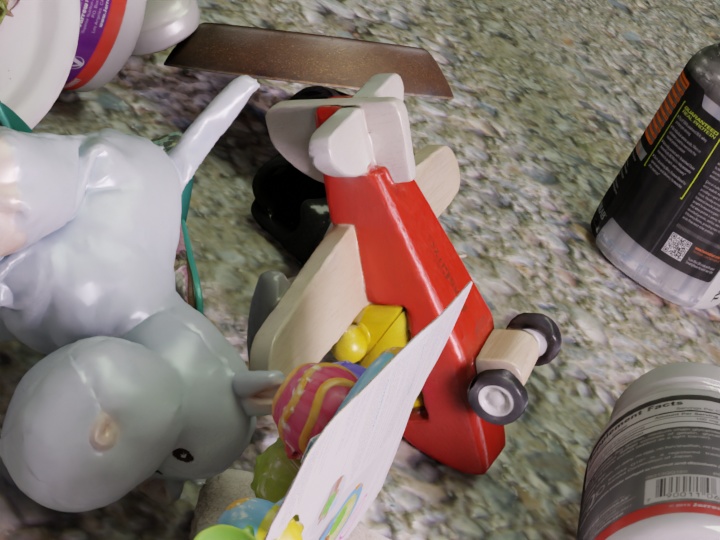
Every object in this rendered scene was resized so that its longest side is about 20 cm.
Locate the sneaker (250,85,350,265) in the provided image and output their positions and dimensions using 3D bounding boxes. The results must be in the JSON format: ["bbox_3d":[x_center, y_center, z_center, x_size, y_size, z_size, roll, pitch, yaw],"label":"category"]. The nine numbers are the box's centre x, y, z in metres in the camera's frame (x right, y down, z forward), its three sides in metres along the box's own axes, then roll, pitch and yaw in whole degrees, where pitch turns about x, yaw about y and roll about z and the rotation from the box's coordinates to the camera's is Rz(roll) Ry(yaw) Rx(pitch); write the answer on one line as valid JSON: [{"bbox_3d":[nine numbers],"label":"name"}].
[{"bbox_3d":[-0.028,-0.062,1.045,0.087,0.074,0.201,20,29,-29],"label":"sneaker"}]

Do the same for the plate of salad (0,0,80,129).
[{"bbox_3d":[-0.236,-0.153,0.884,0.199,0.202,0.048,14,-15,-31],"label":"plate of salad"}]

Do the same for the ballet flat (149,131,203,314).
[{"bbox_3d":[-0.120,-0.021,0.889,0.070,0.070,0.201,4,30,-9],"label":"ballet flat"}]

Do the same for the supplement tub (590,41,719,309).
[{"bbox_3d":[0.271,-0.082,1.265,0.122,0.201,0.123,24,25,-12],"label":"supplement tub"}]

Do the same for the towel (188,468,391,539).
[{"bbox_3d":[0.011,0.164,0.708,0.199,0.035,0.133,28,24,-5],"label":"towel"}]

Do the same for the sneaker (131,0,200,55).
[{"bbox_3d":[-0.177,-0.215,1.141,0.200,0.073,0.085,45,-17,45],"label":"sneaker"}]

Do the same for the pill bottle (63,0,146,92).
[{"bbox_3d":[-0.233,-0.177,0.991,0.199,0.113,0.113,9,31,-37],"label":"pill bottle"}]

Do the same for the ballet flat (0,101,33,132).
[{"bbox_3d":[-0.192,-0.051,0.829,0.069,0.070,0.200,29,-5,-1],"label":"ballet flat"}]

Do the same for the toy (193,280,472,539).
[{"bbox_3d":[-0.019,0.074,0.674,0.047,0.116,0.200,27,24,8],"label":"toy"}]

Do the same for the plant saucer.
[{"bbox_3d":[-0.033,-0.143,1.136,0.198,0.035,0.200,7,8,-1],"label":"plant saucer"}]

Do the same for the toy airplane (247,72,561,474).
[{"bbox_3d":[0.000,0.000,0.882,0.199,0.140,0.201,23,54,-47],"label":"toy airplane"}]

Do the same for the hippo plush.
[{"bbox_3d":[-0.123,0.031,0.733,0.199,0.159,0.162,-17,77,-52],"label":"hippo plush"}]

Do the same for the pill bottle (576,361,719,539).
[{"bbox_3d":[0.168,0.130,0.849,0.115,0.116,0.200,30,24,-1],"label":"pill bottle"}]
